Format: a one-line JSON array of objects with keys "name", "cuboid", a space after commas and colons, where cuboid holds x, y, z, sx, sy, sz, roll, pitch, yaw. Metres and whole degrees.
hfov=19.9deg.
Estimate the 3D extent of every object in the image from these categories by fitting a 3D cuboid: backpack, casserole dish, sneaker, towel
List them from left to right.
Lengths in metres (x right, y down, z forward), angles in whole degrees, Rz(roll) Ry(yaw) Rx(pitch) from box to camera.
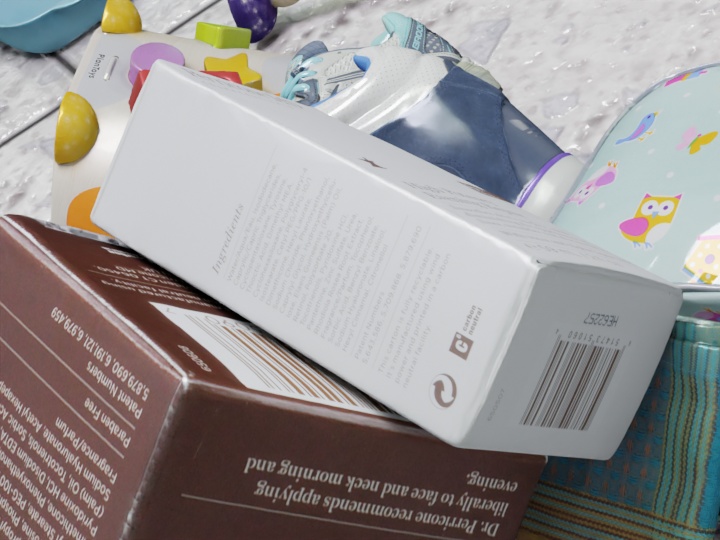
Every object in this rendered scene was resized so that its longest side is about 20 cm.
[{"name": "casserole dish", "cuboid": [-0.226, -0.206, 1.448, 0.121, 0.039, 0.200, -39, 36, -16]}, {"name": "sneaker", "cuboid": [-0.019, -0.067, 1.065, 0.086, 0.078, 0.200, 46, 51, 9]}, {"name": "sneaker", "cuboid": [0.000, 0.000, 0.910, 0.146, 0.081, 0.201, 36, 100, 18]}, {"name": "towel", "cuboid": [0.065, 0.107, 0.766, 0.146, 0.022, 0.201, 11, 92, 43]}, {"name": "backpack", "cuboid": [0.173, -0.003, 0.835, 0.175, 0.154, 0.200, -4, 34, 37]}]

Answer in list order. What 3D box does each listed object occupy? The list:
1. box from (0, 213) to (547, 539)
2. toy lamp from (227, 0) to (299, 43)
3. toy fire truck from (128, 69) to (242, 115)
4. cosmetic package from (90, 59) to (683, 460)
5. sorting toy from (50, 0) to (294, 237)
[{"name": "box", "cuboid": [-0.068, 0.110, 0.759, 0.164, 0.165, 0.201, 34, 105, 51]}, {"name": "toy lamp", "cuboid": [0.015, -0.196, 1.261, 0.199, 0.058, 0.058, -16, 36, 14]}, {"name": "toy fire truck", "cuboid": [-0.074, 0.027, 0.916, 0.048, 0.141, 0.201, -1, 57, -21]}, {"name": "cosmetic package", "cuboid": [0.006, -0.006, 0.747, 0.200, 0.101, 0.074, 31, 102, 37]}, {"name": "sorting toy", "cuboid": [-0.067, -0.079, 1.155, 0.179, 0.107, 0.201, 3, 42, 8]}]
